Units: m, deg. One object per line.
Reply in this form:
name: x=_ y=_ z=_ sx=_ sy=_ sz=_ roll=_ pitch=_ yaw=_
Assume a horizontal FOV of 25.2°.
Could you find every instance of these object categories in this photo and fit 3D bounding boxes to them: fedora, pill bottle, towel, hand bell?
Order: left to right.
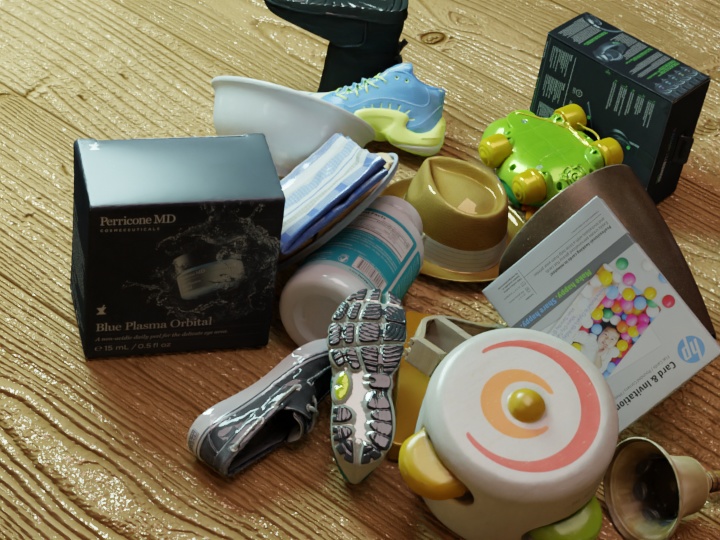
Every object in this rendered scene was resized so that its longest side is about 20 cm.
towel: x=-0.049 y=-0.084 z=1.700 sx=0.147 sy=0.024 sz=0.200 roll=-40 pitch=18 yaw=-2
pill bottle: x=0.000 y=0.000 z=1.717 sx=0.110 sy=0.111 sz=0.200 roll=21 pitch=39 yaw=13
fedora: x=0.110 y=-0.070 z=1.848 sx=0.199 sy=0.082 sz=0.201 roll=6 pitch=38 yaw=-5
hand bell: x=0.346 y=0.205 z=1.579 sx=0.199 sy=0.105 sz=0.104 roll=-3 pitch=39 yaw=-35

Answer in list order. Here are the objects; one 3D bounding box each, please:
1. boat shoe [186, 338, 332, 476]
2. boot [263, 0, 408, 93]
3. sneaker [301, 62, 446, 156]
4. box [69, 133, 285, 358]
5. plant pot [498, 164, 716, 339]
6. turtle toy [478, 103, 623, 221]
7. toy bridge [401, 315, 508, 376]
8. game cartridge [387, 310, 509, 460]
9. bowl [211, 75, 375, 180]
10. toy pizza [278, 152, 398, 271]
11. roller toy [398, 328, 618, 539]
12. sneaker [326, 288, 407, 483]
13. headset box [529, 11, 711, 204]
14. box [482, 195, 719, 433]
boat shoe: x=-0.072 y=0.135 z=1.566 sx=0.199 sy=0.072 sz=0.068 roll=-29 pitch=50 yaw=-35
boot: x=-0.032 y=-0.277 z=2.008 sx=0.197 sy=0.163 sz=0.074 roll=9 pitch=40 yaw=1
sneaker: x=0.014 y=-0.213 z=1.977 sx=0.199 sy=0.106 sz=0.076 roll=15 pitch=7 yaw=-6
box: x=-0.189 y=-0.025 z=1.635 sx=0.195 sy=0.201 sz=0.118 roll=-4 pitch=41 yaw=-16
plant pot: x=0.279 y=0.024 z=1.717 sx=0.186 sy=0.187 sz=0.200 roll=-21 pitch=62 yaw=-33
turtle toy: x=0.213 y=-0.128 z=1.926 sx=0.145 sy=0.102 sz=0.200 roll=-22 pitch=46 yaw=-18
toy bridge: x=0.095 y=0.070 z=1.611 sx=0.067 sy=0.027 sz=0.200 roll=33 pitch=18 yaw=25
game cartridge: x=0.121 y=0.129 z=1.653 sx=0.175 sy=0.033 sz=0.201 roll=10 pitch=41 yaw=-1
bowl: x=-0.089 y=-0.148 z=1.863 sx=0.200 sy=0.091 sz=0.201 roll=17 pitch=-6 yaw=2
toy pizza: x=-0.043 y=-0.069 z=1.748 sx=0.032 sy=0.200 sz=0.200 roll=51 pitch=40 yaw=-13
roller toy: x=0.141 y=0.153 z=1.505 sx=0.198 sy=0.140 sz=0.183 roll=13 pitch=55 yaw=2
sneaker: x=0.000 y=0.110 z=1.567 sx=0.077 sy=0.080 sz=0.201 roll=8 pitch=62 yaw=0
headset box: x=0.313 y=-0.188 z=1.965 sx=0.199 sy=0.175 sz=0.093 roll=33 pitch=44 yaw=27
box: x=0.244 y=0.051 z=1.628 sx=0.200 sy=0.156 sz=0.041 roll=53 pitch=13 yaw=9
